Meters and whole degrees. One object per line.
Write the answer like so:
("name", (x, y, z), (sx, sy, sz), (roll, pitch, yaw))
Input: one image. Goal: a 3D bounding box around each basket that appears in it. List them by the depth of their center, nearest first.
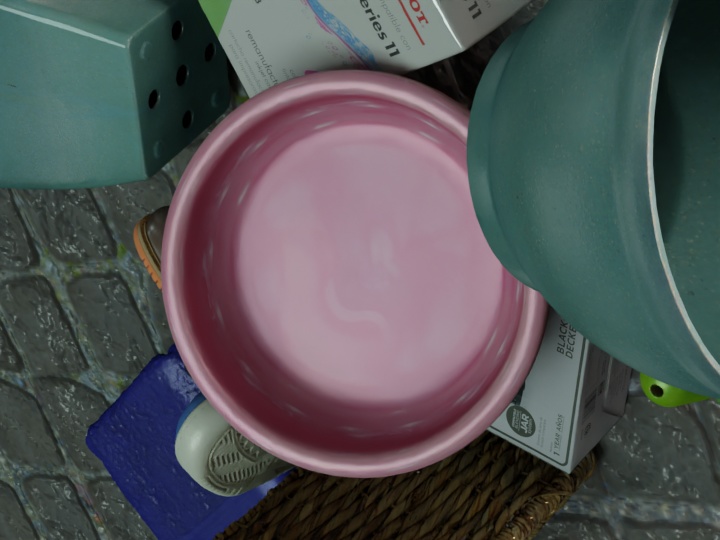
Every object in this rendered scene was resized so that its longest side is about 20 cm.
("basket", (0.027, 0.183, 1.110), (0.148, 0.200, 0.144), (18, 129, 32))

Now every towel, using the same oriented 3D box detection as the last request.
("towel", (-0.085, 0.148, 1.314), (0.200, 0.049, 0.148), (49, 133, 3))

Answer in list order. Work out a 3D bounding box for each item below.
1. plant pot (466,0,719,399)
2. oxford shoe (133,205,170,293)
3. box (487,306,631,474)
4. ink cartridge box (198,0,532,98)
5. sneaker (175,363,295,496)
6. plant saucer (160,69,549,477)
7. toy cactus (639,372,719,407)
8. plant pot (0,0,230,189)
("plant pot", (0.127, -0.047, 0.787), (0.133, 0.200, 0.202), (1, 120, 47))
("oxford shoe", (-0.035, 0.015, 1.065), (0.199, 0.071, 0.073), (35, 118, 13))
("box", (0.051, 0.010, 1.067), (0.199, 0.060, 0.118), (26, 134, 27))
("ink cartridge box", (0.005, -0.157, 0.977), (0.199, 0.067, 0.118), (-16, 108, 48))
("sneaker", (-0.073, 0.059, 1.128), (0.111, 0.199, 0.077), (40, 112, 19))
("plant saucer", (0.000, 0.000, 0.987), (0.198, 0.051, 0.203), (2, 99, 15))
("toy cactus", (0.193, 0.045, 0.905), (0.200, 0.165, 0.103), (39, 98, 25))
("plant pot", (-0.181, -0.132, 1.125), (0.198, 0.141, 0.142), (16, 130, 25))
